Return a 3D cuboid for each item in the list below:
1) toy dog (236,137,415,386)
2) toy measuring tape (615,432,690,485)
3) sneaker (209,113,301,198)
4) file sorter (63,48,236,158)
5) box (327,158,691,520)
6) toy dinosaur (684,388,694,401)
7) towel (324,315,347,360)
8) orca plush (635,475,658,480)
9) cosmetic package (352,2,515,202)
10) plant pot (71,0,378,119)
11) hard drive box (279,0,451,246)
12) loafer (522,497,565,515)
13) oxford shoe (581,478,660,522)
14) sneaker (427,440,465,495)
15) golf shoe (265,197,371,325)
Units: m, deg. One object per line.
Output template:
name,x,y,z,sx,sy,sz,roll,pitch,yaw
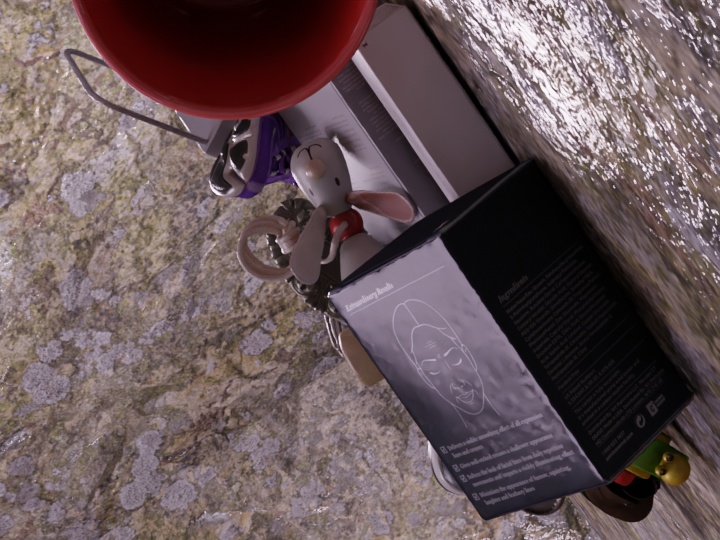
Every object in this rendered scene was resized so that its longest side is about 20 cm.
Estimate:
toy dog,0.000,0.000,1.392,0.200,0.132,0.096,42,-174,1
toy measuring tape,0.188,0.120,1.481,0.200,0.074,0.074,32,164,44
sneaker,-0.068,-0.103,1.526,0.083,0.081,0.200,29,-160,-1
file sorter,-0.145,-0.228,1.536,0.124,0.201,0.139,20,-163,-31
box,0.100,0.051,1.247,0.201,0.107,0.148,55,145,-5
toy dinosaur,0.182,0.059,1.327,0.200,0.047,0.088,49,169,43
towel,0.035,0.038,1.601,0.199,0.034,0.133,21,-136,-46
orca plush,0.188,0.100,1.564,0.200,0.104,0.072,-123,30,-50
cosmetic package,0.064,-0.098,1.315,0.201,0.050,0.083,55,-179,-13
plant pot,-0.088,-0.218,1.181,0.201,0.200,0.178,55,-171,-19
hard drive box,0.017,-0.107,1.442,0.201,0.077,0.156,55,164,-10
loafer,0.133,0.112,1.424,0.070,0.069,0.201,-86,-12,-63
oxford shoe,0.256,0.206,1.779,0.085,0.073,0.200,51,177,37
sneaker,0.127,0.089,1.496,0.083,0.201,0.121,22,167,-18
golf shoe,0.003,0.020,1.495,0.200,0.078,0.097,40,174,0
